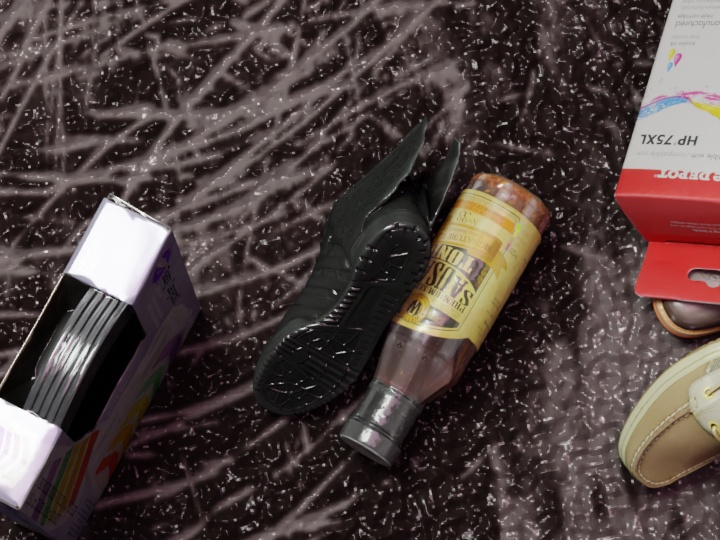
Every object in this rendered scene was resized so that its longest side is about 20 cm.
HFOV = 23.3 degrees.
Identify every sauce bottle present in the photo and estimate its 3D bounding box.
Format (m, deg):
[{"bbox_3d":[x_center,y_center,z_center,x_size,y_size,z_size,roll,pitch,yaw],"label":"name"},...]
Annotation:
[{"bbox_3d":[0.054,0.033,1.146,0.066,0.066,0.201,28,76,5],"label":"sauce bottle"}]

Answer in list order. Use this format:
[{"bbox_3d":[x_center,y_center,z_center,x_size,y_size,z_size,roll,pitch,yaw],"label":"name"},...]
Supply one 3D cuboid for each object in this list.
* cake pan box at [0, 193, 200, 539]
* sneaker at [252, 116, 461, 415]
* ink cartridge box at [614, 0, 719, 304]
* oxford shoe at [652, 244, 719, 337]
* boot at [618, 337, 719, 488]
[{"bbox_3d":[-0.167,0.067,1.063,0.052,0.200,0.185,24,75,6],"label":"cake pan box"},{"bbox_3d":[-0.003,-0.001,1.153,0.060,0.105,0.200,31,113,-19],"label":"sneaker"},{"bbox_3d":[0.243,-0.081,1.142,0.115,0.067,0.202,5,66,35],"label":"ink cartridge box"},{"bbox_3d":[0.282,-0.024,1.161,0.199,0.073,0.072,-33,80,-8],"label":"oxford shoe"},{"bbox_3d":[0.255,0.112,1.068,0.200,0.072,0.156,-39,42,23],"label":"boot"}]
